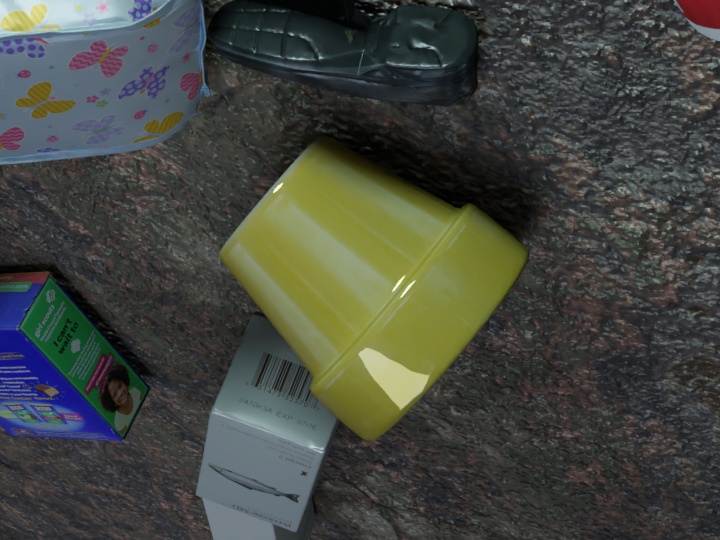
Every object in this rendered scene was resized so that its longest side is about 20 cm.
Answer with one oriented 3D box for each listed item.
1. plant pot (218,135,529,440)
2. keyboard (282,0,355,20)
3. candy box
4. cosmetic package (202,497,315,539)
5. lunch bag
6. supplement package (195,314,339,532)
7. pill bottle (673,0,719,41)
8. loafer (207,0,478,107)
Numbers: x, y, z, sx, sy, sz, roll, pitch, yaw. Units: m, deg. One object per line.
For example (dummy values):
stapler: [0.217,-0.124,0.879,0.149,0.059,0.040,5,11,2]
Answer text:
plant pot: [0.000,0.000,1.290,0.189,0.201,0.201,41,146,-1]
keyboard: [-0.093,-0.239,1.126,0.200,0.040,0.104,20,159,14]
candy box: [-0.346,0.091,1.693,0.169,0.077,0.200,-1,143,32]
cosmetic package: [-0.108,0.260,1.792,0.085,0.108,0.200,13,145,14]
lunch bag: [-0.212,-0.169,1.190,0.200,0.127,0.170,-4,153,-6]
supplement package: [-0.084,0.155,1.614,0.117,0.117,0.200,19,148,2]
pill bottle: [0.213,-0.204,0.925,0.112,0.112,0.200,-10,136,39]
loafer: [-0.012,-0.151,1.172,0.200,0.073,0.072,12,151,16]
